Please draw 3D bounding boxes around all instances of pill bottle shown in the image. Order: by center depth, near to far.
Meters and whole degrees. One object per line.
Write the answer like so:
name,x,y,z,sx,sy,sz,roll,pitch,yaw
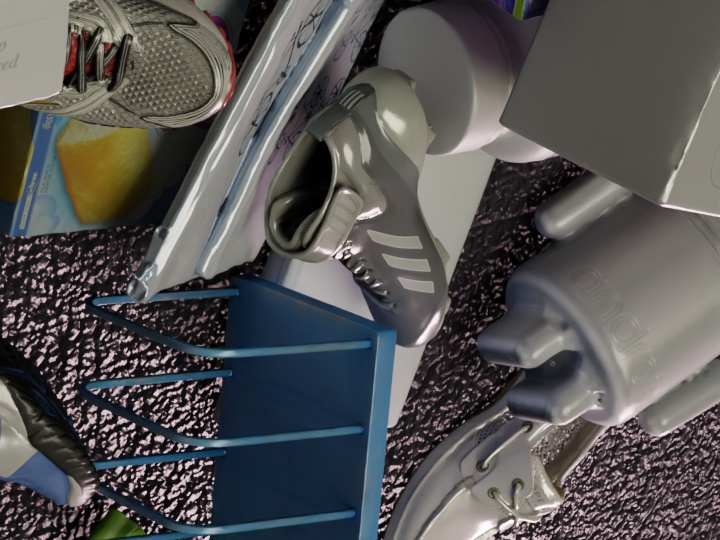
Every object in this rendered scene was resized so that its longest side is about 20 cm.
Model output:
pill bottle,0.111,-0.120,1.650,0.200,0.111,0.111,-14,128,-36

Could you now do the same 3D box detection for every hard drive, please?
hard drive,0.000,0.000,1.702,0.132,0.026,0.200,-1,119,-43

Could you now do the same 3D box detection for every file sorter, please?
file sorter,-0.078,0.117,1.595,0.123,0.139,0.200,-4,105,-36

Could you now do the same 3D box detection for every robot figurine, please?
robot figurine,0.168,0.016,1.805,0.200,0.113,0.170,-35,109,-20

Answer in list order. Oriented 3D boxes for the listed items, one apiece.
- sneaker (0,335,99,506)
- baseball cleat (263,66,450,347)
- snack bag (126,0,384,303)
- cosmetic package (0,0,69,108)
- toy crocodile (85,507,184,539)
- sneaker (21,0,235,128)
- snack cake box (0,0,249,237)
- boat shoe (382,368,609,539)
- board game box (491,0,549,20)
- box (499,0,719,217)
sneaker,-0.212,0.067,1.519,0.077,0.076,0.200,-45,127,6
baseball cleat,-0.006,-0.019,1.599,0.106,0.070,0.200,-36,140,-26
snack bag,-0.045,-0.074,1.528,0.189,0.021,0.200,-62,172,10
cosmetic package,-0.236,-0.166,1.215,0.165,0.200,0.165,-17,130,-33
toy crocodile,-0.108,0.200,1.730,0.068,0.062,0.200,-55,138,-14
sneaker,-0.156,-0.099,1.361,0.200,0.082,0.078,10,115,-7
snack cake box,-0.121,-0.121,1.463,0.115,0.067,0.200,-6,123,-40
boat shoe,0.096,0.123,1.851,0.200,0.069,0.071,-48,142,-3
board game box,0.069,-0.245,1.497,0.045,0.134,0.200,-17,129,-35
box,0.187,-0.113,1.536,0.200,0.106,0.152,8,107,-57
